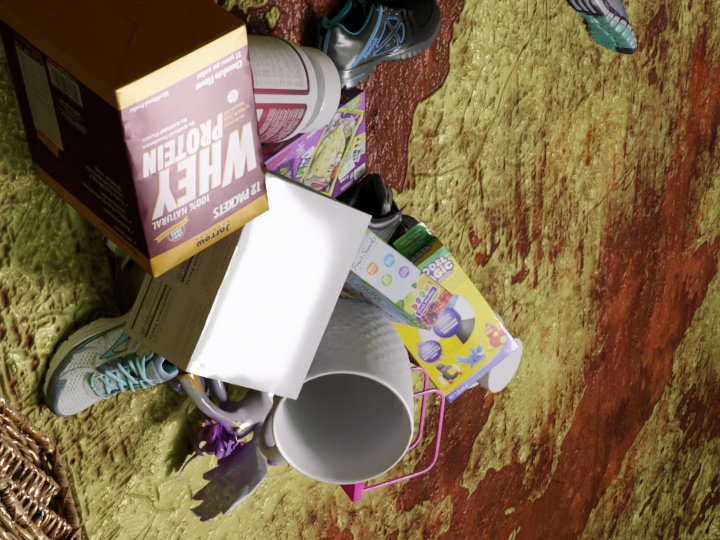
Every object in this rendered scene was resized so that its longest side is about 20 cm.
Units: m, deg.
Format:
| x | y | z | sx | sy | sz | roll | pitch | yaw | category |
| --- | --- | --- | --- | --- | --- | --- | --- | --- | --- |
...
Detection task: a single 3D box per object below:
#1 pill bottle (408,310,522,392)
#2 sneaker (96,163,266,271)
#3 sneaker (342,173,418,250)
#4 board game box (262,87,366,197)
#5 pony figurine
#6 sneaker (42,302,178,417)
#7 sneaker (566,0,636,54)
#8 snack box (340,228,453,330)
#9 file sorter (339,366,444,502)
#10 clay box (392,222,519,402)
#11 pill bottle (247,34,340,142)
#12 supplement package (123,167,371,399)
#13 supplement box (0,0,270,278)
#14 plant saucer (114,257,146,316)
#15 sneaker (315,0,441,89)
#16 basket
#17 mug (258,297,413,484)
| x | y | z | sx | sy | sz | roll | pitch | yaw | category |
| --- | --- | --- | --- | --- | --- | --- | --- | --- | --- |
| 0.110 | 0.082 | 2.031 | 0.112 | 0.199 | 0.113 | -38 | 142 | -38 | pill bottle |
| -0.182 | -0.083 | 1.549 | 0.199 | 0.089 | 0.074 | -31 | 169 | -37 | sneaker |
| 0.032 | -0.060 | 1.902 | 0.199 | 0.076 | 0.114 | -4 | 139 | -52 | sneaker |
| -0.064 | -0.117 | 1.776 | 0.200 | 0.032 | 0.121 | -39 | 146 | -37 | board game box |
| -0.137 | 0.174 | 1.762 | 0.192 | 0.167 | 0.201 | -28 | 115 | -7 | pony figurine |
| -0.234 | 0.086 | 1.574 | 0.200 | 0.086 | 0.078 | -39 | 139 | -7 | sneaker |
| 0.361 | -0.380 | 2.200 | 0.088 | 0.074 | 0.200 | -65 | 150 | -7 | sneaker |
| 0.000 | 0.000 | 1.701 | 0.142 | 0.200 | 0.053 | 36 | 81 | -19 | snack box |
| 0.001 | 0.153 | 1.883 | 0.125 | 0.200 | 0.140 | -13 | 127 | -26 | file sorter |
| 0.092 | 0.051 | 1.893 | 0.115 | 0.048 | 0.200 | -39 | 113 | 0 | clay box |
| -0.113 | -0.184 | 1.564 | 0.199 | 0.109 | 0.110 | -8 | 120 | -55 | pill bottle |
| -0.108 | 0.003 | 1.504 | 0.155 | 0.111 | 0.201 | 19 | 95 | -46 | supplement package |
| -0.198 | -0.144 | 1.354 | 0.132 | 0.197 | 0.201 | -32 | 139 | -27 | supplement box |
| -0.174 | -0.009 | 1.656 | 0.200 | 0.032 | 0.201 | -31 | 138 | -33 | plant saucer |
| 0.024 | -0.277 | 1.745 | 0.200 | 0.073 | 0.082 | -39 | 140 | -38 | sneaker |
| -0.337 | 0.219 | 1.490 | 0.149 | 0.142 | 0.200 | -53 | 149 | -16 | basket |
| -0.036 | 0.129 | 1.649 | 0.147 | 0.176 | 0.200 | 39 | 115 | -22 | mug |
